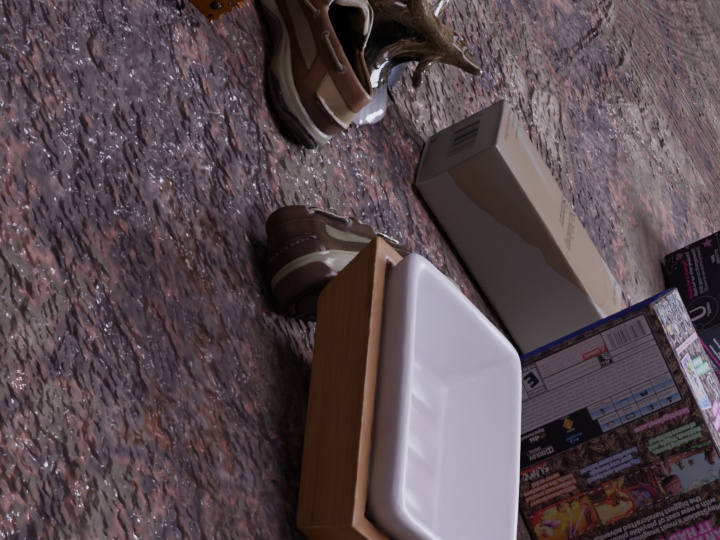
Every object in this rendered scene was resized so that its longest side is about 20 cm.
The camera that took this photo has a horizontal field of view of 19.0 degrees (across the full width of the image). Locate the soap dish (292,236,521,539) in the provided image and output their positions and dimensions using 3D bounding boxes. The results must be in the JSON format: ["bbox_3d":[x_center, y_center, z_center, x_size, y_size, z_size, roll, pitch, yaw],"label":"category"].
[{"bbox_3d":[0.031,0.105,1.324,0.157,0.081,0.201,43,42,-43],"label":"soap dish"}]

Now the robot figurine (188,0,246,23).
[{"bbox_3d":[-0.135,-0.270,1.416,0.200,0.058,0.145,54,23,-28],"label":"robot figurine"}]

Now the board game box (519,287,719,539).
[{"bbox_3d":[0.200,0.139,1.612,0.201,0.159,0.097,66,21,2],"label":"board game box"}]

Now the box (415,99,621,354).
[{"bbox_3d":[0.130,-0.025,1.739,0.200,0.077,0.095,56,22,-22],"label":"box"}]

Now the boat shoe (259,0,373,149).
[{"bbox_3d":[-0.025,-0.177,1.551,0.076,0.074,0.201,41,32,-47],"label":"boat shoe"}]

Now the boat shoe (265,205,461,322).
[{"bbox_3d":[0.005,-0.003,1.436,0.202,0.074,0.075,23,40,-59],"label":"boat shoe"}]

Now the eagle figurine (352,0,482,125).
[{"bbox_3d":[0.025,-0.206,1.672,0.200,0.150,0.153,-135,-131,-58],"label":"eagle figurine"}]

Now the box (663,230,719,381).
[{"bbox_3d":[0.417,0.064,2.260,0.200,0.114,0.133,48,25,-38],"label":"box"}]
